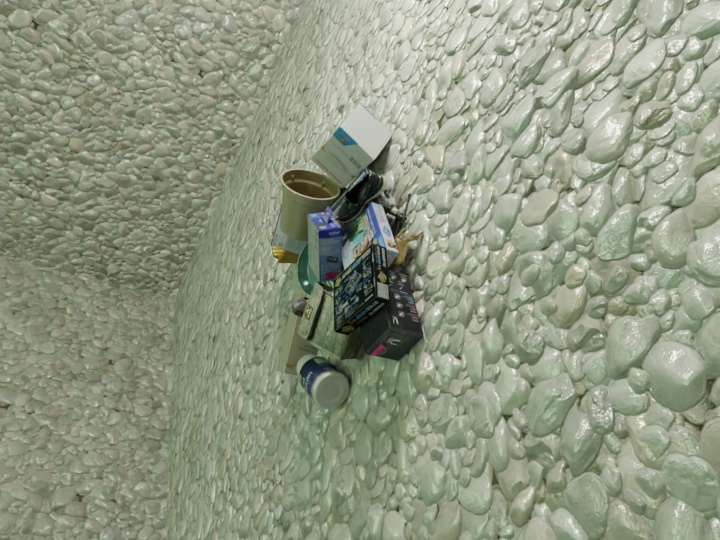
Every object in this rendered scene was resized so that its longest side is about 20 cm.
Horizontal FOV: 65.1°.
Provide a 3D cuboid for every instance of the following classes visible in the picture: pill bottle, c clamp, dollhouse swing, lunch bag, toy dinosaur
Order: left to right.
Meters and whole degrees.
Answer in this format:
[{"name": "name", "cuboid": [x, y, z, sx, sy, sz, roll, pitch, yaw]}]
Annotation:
[{"name": "dollhouse swing", "cuboid": [-0.230, -0.153, 2.082, 0.201, 0.180, 0.177, -110, 27, -50]}, {"name": "pill bottle", "cuboid": [-0.120, 0.318, 1.662, 0.200, 0.110, 0.112, 25, 97, 63]}, {"name": "lunch bag", "cuboid": [-0.087, 0.140, 1.613, 0.199, 0.117, 0.165, 24, 97, 29]}, {"name": "c clamp", "cuboid": [0.080, -0.148, 1.645, 0.200, 0.027, 0.172, 26, 103, 61]}, {"name": "toy dinosaur", "cuboid": [0.093, -0.042, 1.522, 0.201, 0.058, 0.101, -61, 31, 23]}]

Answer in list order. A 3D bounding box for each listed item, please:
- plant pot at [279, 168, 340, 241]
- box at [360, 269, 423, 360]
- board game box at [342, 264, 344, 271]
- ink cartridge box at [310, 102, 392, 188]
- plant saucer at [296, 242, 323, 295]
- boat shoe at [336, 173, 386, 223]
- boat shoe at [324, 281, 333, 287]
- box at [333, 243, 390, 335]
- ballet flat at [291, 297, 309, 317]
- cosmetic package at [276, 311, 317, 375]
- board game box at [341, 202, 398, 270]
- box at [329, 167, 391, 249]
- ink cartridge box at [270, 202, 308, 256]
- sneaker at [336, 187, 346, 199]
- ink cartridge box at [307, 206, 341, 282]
[{"name": "plant pot", "cuboid": [-0.184, -0.207, 1.862, 0.201, 0.199, 0.184, -112, 33, -50]}, {"name": "box", "cuboid": [0.067, 0.108, 1.434, 0.122, 0.105, 0.201, -52, 35, 36]}, {"name": "board game box", "cuboid": [0.000, 0.000, 1.672, 0.200, 0.044, 0.136, -8, 70, 63]}, {"name": "ink cartridge box", "cuboid": [-0.031, -0.395, 1.803, 0.200, 0.147, 0.146, -32, 21, 52]}, {"name": "plant saucer", "cuboid": [-0.134, -0.012, 1.899, 0.199, 0.036, 0.202, -9, 76, 40]}, {"name": "boat shoe", "cuboid": [-0.014, -0.210, 1.614, 0.199, 0.066, 0.075, -33, 55, 37]}, {"name": "boat shoe", "cuboid": [-0.116, 0.004, 1.810, 0.062, 0.073, 0.201, -46, 61, 32]}, {"name": "box", "cuboid": [-0.002, 0.051, 1.428, 0.200, 0.046, 0.160, -43, 39, 43]}, {"name": "ballet flat", "cuboid": [-0.132, 0.113, 1.749, 0.071, 0.200, 0.070, -30, 70, 25]}, {"name": "cosmetic package", "cuboid": [-0.199, 0.244, 1.860, 0.073, 0.103, 0.202, -4, 73, 60]}, {"name": "board game box", "cuboid": [0.019, -0.049, 1.557, 0.200, 0.041, 0.201, -57, 32, 33]}, {"name": "box", "cuboid": [-0.008, -0.181, 1.688, 0.200, 0.050, 0.158, -43, 48, 30]}, {"name": "ink cartridge box", "cuboid": [-0.195, -0.153, 1.985, 0.041, 0.199, 0.201, 42, -116, -84]}, {"name": "sneaker", "cuboid": [-0.049, -0.209, 1.863, 0.115, 0.076, 0.199, -70, 24, 10]}, {"name": "ink cartridge box", "cuboid": [-0.107, -0.085, 1.673, 0.137, 0.076, 0.201, -126, 31, -57]}]
